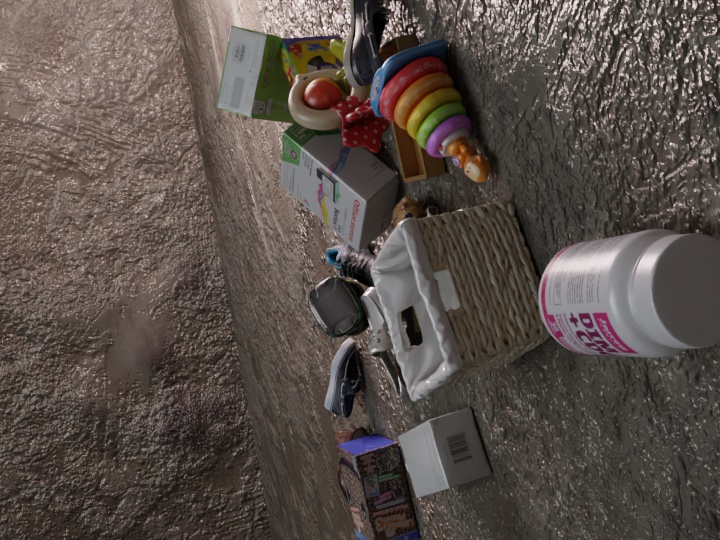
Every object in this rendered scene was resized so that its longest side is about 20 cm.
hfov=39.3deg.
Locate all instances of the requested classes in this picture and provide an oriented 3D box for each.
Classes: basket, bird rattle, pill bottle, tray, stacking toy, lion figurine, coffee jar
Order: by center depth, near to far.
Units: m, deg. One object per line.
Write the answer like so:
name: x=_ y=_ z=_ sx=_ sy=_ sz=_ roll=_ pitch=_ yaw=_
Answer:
pill bottle: x=0.256 y=0.022 z=0.936 sx=0.200 sy=0.111 sz=0.116 roll=166 pitch=90 yaw=-74
basket: x=0.126 y=0.040 z=1.312 sx=0.200 sy=0.158 sz=0.202 roll=125 pitch=129 yaw=-68
stacking toy: x=0.106 y=-0.192 z=1.327 sx=0.202 sy=0.108 sz=0.117 roll=57 pitch=155 yaw=23
tray: x=0.074 y=-0.236 z=1.484 sx=0.098 sy=0.036 sz=0.204 roll=-178 pitch=75 yaw=-74
lion figurine: x=0.105 y=-0.026 z=1.494 sx=0.123 sy=0.071 sz=0.203 roll=106 pitch=143 yaw=-73
bird rattle: x=-0.034 y=-0.265 z=1.599 sx=0.113 sy=0.159 sz=0.203 roll=73 pitch=-167 yaw=-56
coffee jar: x=-0.030 y=0.069 z=1.880 sx=0.105 sy=0.085 sz=0.200 roll=57 pitch=-174 yaw=7

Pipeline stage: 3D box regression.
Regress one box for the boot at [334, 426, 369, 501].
boot: x=0.000 y=0.446 z=2.270 sx=0.200 sy=0.063 sz=0.190 roll=154 pitch=99 yaw=-69

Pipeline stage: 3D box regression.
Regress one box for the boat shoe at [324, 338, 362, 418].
boat shoe: x=-0.027 y=0.237 z=2.176 sx=0.067 sy=0.071 sz=0.203 roll=29 pitch=126 yaw=22

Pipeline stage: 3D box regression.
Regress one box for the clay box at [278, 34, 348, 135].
clay box: x=-0.055 y=-0.315 z=1.709 sx=0.048 sy=0.113 sz=0.202 roll=109 pitch=144 yaw=-47

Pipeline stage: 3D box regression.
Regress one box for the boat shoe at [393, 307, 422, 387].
boat shoe: x=0.087 y=0.094 z=1.680 sx=0.076 sy=0.070 sz=0.204 roll=-107 pitch=16 yaw=-70

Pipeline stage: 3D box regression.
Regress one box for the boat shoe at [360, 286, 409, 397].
boat shoe: x=0.045 y=0.126 z=1.759 sx=0.202 sy=0.068 sz=0.071 roll=61 pitch=155 yaw=12

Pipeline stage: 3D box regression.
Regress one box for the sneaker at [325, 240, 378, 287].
sneaker: x=0.000 y=0.000 z=1.847 sx=0.200 sy=0.080 sz=0.075 roll=-139 pitch=41 yaw=-61

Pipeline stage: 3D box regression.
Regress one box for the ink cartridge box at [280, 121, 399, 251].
ink cartridge box: x=-0.039 y=-0.152 z=1.712 sx=0.199 sy=0.084 sz=0.146 roll=41 pitch=151 yaw=19

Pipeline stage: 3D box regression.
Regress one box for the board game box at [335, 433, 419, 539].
board game box: x=0.033 y=0.456 z=2.087 sx=0.159 sy=0.095 sz=0.204 roll=171 pitch=85 yaw=-74

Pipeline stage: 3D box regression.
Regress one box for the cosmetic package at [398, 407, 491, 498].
cosmetic package: x=0.133 y=0.301 z=1.649 sx=0.200 sy=0.080 sz=0.115 roll=128 pitch=126 yaw=-71

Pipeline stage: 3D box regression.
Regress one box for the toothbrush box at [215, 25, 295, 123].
toothbrush box: x=-0.162 y=-0.349 z=1.829 sx=0.085 sy=0.199 sz=0.149 roll=18 pitch=102 yaw=26

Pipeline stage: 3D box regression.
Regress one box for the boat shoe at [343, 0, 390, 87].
boat shoe: x=0.022 y=-0.357 z=1.473 sx=0.073 sy=0.062 sz=0.204 roll=46 pitch=-135 yaw=-50
